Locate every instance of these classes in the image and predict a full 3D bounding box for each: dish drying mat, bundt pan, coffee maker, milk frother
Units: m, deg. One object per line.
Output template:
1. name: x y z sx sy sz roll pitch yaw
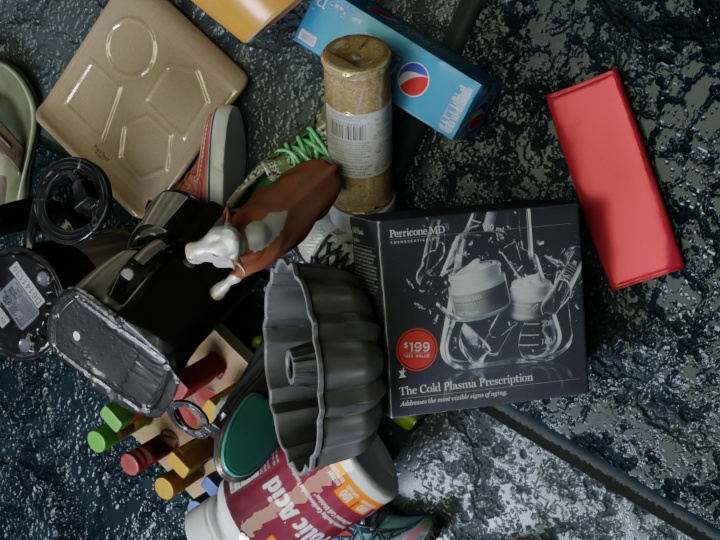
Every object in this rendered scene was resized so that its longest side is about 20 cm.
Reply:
1. dish drying mat: 0.243 -0.086 1.489 0.077 0.018 0.201 -19 88 25
2. bundt pan: -0.031 0.085 1.441 0.076 0.202 0.203 -5 96 -17
3. coffee maker: -0.181 0.042 1.541 0.135 0.200 0.192 -26 108 43
4. milk frother: -0.287 -0.020 1.646 0.200 0.188 0.181 -22 88 25

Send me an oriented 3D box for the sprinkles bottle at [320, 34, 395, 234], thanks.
1. sprinkles bottle: -0.001 -0.130 1.517 0.068 0.068 0.200 19 136 21

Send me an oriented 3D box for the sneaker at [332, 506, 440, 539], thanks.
1. sneaker: -0.015 0.264 1.621 0.199 0.079 0.096 -12 90 25

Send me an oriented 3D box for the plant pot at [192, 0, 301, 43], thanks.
1. plant pot: -0.124 -0.334 1.539 0.200 0.200 0.183 -36 97 24

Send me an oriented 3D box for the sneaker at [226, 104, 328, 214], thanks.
1. sneaker: -0.061 -0.108 1.585 0.200 0.089 0.077 -44 79 23

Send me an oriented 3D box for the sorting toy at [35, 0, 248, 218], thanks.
1. sorting toy: -0.236 -0.187 1.689 0.185 0.036 0.200 43 107 13

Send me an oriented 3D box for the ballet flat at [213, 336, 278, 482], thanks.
1. ballet flat: -0.103 0.129 1.554 0.073 0.200 0.073 19 147 13

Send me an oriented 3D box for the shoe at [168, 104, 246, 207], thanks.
1. shoe: -0.176 -0.079 1.647 0.091 0.071 0.201 8 107 15

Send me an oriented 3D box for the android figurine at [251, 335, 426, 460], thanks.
1. android figurine: -0.029 0.118 1.628 0.200 0.041 0.182 39 111 15

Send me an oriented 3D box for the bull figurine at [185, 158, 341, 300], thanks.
1. bull figurine: -0.095 -0.038 1.467 0.065 0.200 0.121 54 141 0

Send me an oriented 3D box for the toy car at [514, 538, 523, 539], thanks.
1. toy car: 0.116 0.358 1.535 0.184 0.177 0.201 13 90 34

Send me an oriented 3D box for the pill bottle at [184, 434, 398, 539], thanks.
1. pill bottle: -0.071 0.230 1.565 0.200 0.114 0.114 -36 82 14

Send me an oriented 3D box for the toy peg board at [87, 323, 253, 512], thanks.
1. toy peg board: -0.183 0.168 1.648 0.199 0.098 0.200 44 127 14

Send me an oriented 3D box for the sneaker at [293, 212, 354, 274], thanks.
1. sneaker: 0.000 0.000 1.568 0.200 0.088 0.076 34 110 14

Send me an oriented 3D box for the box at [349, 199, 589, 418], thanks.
1. box: 0.101 0.032 1.468 0.199 0.104 0.183 -6 95 -15

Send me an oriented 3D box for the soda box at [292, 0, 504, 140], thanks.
1. soda box: 0.037 -0.207 1.539 0.200 0.068 0.064 35 110 17

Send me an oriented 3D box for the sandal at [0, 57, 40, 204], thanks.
1. sandal: -0.408 -0.139 1.757 0.080 0.057 0.202 7 100 23
